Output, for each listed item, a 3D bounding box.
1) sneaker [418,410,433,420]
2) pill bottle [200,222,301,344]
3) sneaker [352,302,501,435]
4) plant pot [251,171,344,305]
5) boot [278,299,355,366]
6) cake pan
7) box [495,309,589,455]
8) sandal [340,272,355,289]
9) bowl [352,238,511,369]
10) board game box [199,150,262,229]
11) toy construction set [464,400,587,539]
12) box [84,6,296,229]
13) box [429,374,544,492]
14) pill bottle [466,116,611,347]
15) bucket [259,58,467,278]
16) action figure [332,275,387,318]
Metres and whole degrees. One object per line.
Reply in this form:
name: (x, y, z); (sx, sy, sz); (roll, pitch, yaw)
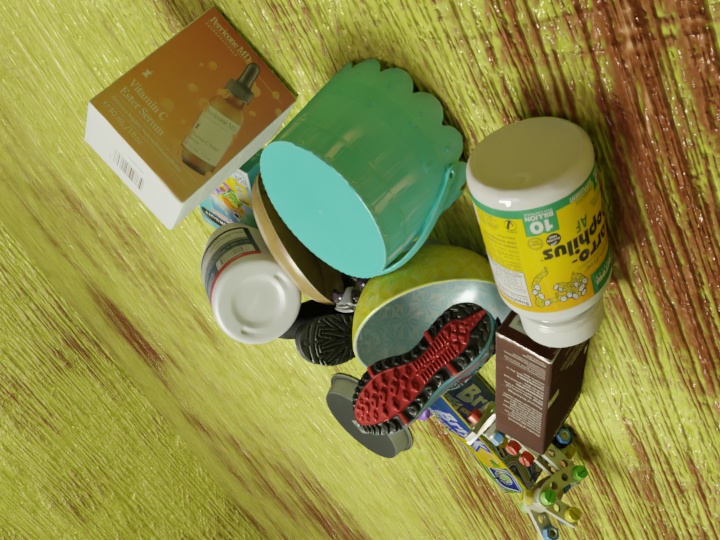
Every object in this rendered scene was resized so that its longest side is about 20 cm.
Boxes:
sneaker: (0.055, 0.137, 1.188); (0.201, 0.083, 0.080); (50, 153, -9)
pill bottle: (-0.158, 0.007, 1.109); (0.121, 0.119, 0.200); (57, 177, -26)
sneaker: (0.080, 0.120, 0.893); (0.095, 0.199, 0.080); (23, -146, -55)
plant pot: (-0.085, -0.038, 1.057); (0.202, 0.027, 0.201); (56, -168, -18)
boot: (-0.066, 0.079, 1.117); (0.198, 0.162, 0.067); (7, 101, 53)
cake pan: (0.010, 0.280, 1.516); (0.198, 0.037, 0.202); (34, 153, 20)
box: (0.204, 0.110, 0.911); (0.074, 0.100, 0.202); (28, 150, 27)
sandal: (-0.045, 0.036, 1.230); (0.075, 0.043, 0.202); (29, 150, 28)
bowl: (0.080, 0.030, 0.942); (0.202, 0.195, 0.109); (82, 178, -52)
board game box: (-0.191, -0.120, 1.210); (0.149, 0.047, 0.202); (32, 151, 25)
toy construction set: (0.215, 0.242, 1.054); (0.200, 0.131, 0.092); (47, 153, -7)
box: (-0.202, -0.180, 0.960); (0.152, 0.200, 0.106); (45, 155, -5)
box: (0.176, 0.223, 1.151); (0.200, 0.070, 0.064); (47, 152, -7)
pill bottle: (0.171, -0.027, 0.744); (0.111, 0.113, 0.202); (19, 144, 40)
bucket: (0.000, -0.102, 0.858); (0.206, 0.135, 0.209); (35, 154, 20)
action figure: (0.000, 0.000, 1.046); (0.069, 0.129, 0.201); (-44, 76, 26)
